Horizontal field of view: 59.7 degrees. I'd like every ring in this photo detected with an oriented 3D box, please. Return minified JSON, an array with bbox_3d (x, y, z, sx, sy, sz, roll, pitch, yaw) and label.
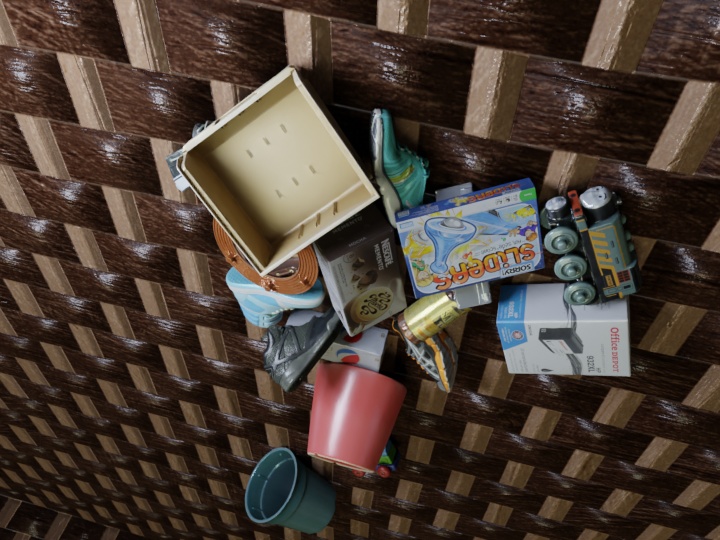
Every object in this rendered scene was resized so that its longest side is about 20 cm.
[{"bbox_3d":[-0.160,-0.032,1.033,0.198,0.019,0.202,17,138,16],"label":"ring"}]

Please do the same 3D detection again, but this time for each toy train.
[{"bbox_3d":[-0.010,0.437,1.543,0.198,0.085,0.117,-8,122,28],"label":"toy train"},{"bbox_3d":[0.329,-0.032,0.898,0.113,0.086,0.201,-18,126,19],"label":"toy train"}]

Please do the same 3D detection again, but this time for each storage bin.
[{"bbox_3d":[-0.111,-0.138,0.857,0.199,0.094,0.199,-32,110,12],"label":"storage bin"}]

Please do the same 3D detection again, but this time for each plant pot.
[{"bbox_3d":[-0.018,0.302,1.275,0.198,0.179,0.201,14,160,5],"label":"plant pot"},{"bbox_3d":[-0.181,0.623,1.738,0.199,0.202,0.196,-20,135,36],"label":"plant pot"}]

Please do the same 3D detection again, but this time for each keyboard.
[{"bbox_3d":[0.158,-0.033,0.955,0.056,0.011,0.202,-9,114,12],"label":"keyboard"}]

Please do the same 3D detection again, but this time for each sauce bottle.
[{"bbox_3d":[0.151,0.047,1.032,0.066,0.066,0.199,39,120,-22],"label":"sauce bottle"}]

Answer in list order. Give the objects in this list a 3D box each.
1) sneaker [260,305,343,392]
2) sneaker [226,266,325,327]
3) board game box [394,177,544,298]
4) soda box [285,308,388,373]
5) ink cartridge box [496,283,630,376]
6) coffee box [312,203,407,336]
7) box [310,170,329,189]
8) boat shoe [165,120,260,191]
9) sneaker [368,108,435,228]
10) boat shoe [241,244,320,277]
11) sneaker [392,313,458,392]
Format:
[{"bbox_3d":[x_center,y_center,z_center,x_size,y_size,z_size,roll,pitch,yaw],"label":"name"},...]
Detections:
[{"bbox_3d":[-0.108,0.114,1.159,0.114,0.200,0.076,37,165,13],"label":"sneaker"},{"bbox_3d":[-0.147,0.057,1.178,0.198,0.080,0.132,12,138,23],"label":"sneaker"},{"bbox_3d":[0.160,-0.044,0.914,0.197,0.035,0.137,-14,122,7],"label":"board game box"},{"bbox_3d":[-0.048,0.136,1.235,0.197,0.064,0.069,14,139,6],"label":"soda box"},{"bbox_3d":[0.335,0.098,1.028,0.197,0.084,0.146,-2,135,23],"label":"ink cartridge box"},{"bbox_3d":[0.000,0.000,1.006,0.112,0.080,0.201,-26,141,-10],"label":"coffee box"},{"bbox_3d":[-0.125,-0.125,0.989,0.197,0.050,0.083,-2,135,23],"label":"box"},{"bbox_3d":[-0.226,-0.188,0.941,0.199,0.072,0.071,-26,106,30],"label":"boat shoe"},{"bbox_3d":[0.058,-0.148,0.892,0.079,0.078,0.201,-14,138,10],"label":"sneaker"},{"bbox_3d":[-0.113,-0.025,1.080,0.198,0.071,0.071,-2,129,35],"label":"boat shoe"},{"bbox_3d":[0.126,0.147,1.176,0.076,0.079,0.201,-10,121,29],"label":"sneaker"}]
